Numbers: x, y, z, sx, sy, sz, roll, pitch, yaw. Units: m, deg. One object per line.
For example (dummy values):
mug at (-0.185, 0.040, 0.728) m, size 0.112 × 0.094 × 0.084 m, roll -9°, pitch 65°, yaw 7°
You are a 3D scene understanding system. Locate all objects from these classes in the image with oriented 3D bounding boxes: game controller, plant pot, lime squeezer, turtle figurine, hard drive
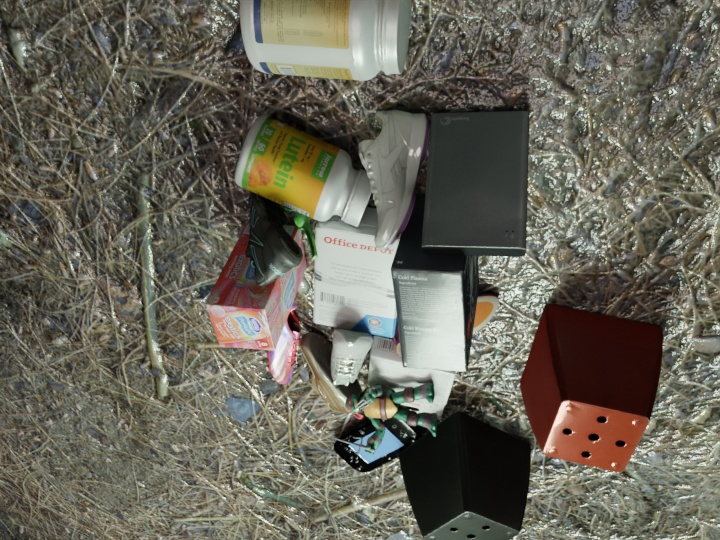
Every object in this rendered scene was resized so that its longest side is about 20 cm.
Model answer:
game controller at (0.034, 0.356, 1.395) m, size 0.104 × 0.043 × 0.199 m, roll 38°, pitch 126°, yaw -22°
plant pot at (0.379, 0.207, 1.109) m, size 0.195 × 0.178 × 0.203 m, roll 11°, pitch 129°, yaw 6°
plant pot at (0.204, 0.423, 1.292) m, size 0.197 × 0.180 × 0.200 m, roll 28°, pitch 129°, yaw -21°
lime squeezer at (-0.107, -0.098, 1.067) m, size 0.038 × 0.070 × 0.201 m, roll -41°, pitch 72°, yaw 11°
turtle figurine at (0.040, 0.255, 1.237) m, size 0.195 × 0.102 × 0.152 m, roll -5°, pitch 127°, yaw 11°
hard drive at (0.159, -0.121, 0.922) m, size 0.136 × 0.205 × 0.033 m, roll 1°, pitch 161°, yaw 14°

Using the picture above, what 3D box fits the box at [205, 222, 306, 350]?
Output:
box at (-0.162, 0.022, 1.098) m, size 0.100 × 0.202 × 0.096 m, roll 3°, pitch 133°, yaw 12°

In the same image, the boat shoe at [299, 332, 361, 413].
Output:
boat shoe at (-0.069, 0.206, 1.295) m, size 0.071 × 0.076 × 0.202 m, roll -16°, pitch 119°, yaw 27°

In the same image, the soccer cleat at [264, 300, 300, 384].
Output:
soccer cleat at (-0.141, 0.137, 1.270) m, size 0.075 × 0.067 × 0.204 m, roll 2°, pitch 123°, yaw 11°

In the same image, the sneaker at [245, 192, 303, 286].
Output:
sneaker at (-0.152, -0.054, 1.046) m, size 0.079 × 0.201 × 0.075 m, roll -45°, pitch 126°, yaw 13°

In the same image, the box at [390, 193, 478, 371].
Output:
box at (0.120, 0.014, 1.019) m, size 0.102 × 0.202 × 0.185 m, roll 1°, pitch 128°, yaw 15°

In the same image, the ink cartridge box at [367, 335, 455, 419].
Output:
ink cartridge box at (0.093, 0.208, 1.283) m, size 0.157 × 0.051 × 0.202 m, roll 11°, pitch 146°, yaw 6°

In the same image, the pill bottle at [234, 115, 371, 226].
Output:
pill bottle at (-0.079, -0.143, 1.013) m, size 0.196 × 0.112 × 0.112 m, roll 23°, pitch 129°, yaw -3°

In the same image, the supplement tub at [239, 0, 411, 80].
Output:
supplement tub at (-0.039, -0.319, 0.851) m, size 0.195 × 0.146 × 0.147 m, roll 7°, pitch 128°, yaw 9°

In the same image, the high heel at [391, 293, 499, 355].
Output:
high heel at (0.144, 0.082, 1.174) m, size 0.198 × 0.096 × 0.068 m, roll -32°, pitch 107°, yaw 8°

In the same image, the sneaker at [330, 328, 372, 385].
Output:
sneaker at (-0.019, 0.155, 1.185) m, size 0.069 × 0.082 × 0.201 m, roll 10°, pitch 160°, yaw 1°

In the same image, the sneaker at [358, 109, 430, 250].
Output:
sneaker at (0.036, -0.131, 0.965) m, size 0.097 × 0.205 × 0.075 m, roll 13°, pitch 174°, yaw -1°

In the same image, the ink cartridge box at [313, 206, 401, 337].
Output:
ink cartridge box at (0.000, 0.000, 1.114) m, size 0.143 × 0.087 × 0.203 m, roll 10°, pitch 127°, yaw 7°
